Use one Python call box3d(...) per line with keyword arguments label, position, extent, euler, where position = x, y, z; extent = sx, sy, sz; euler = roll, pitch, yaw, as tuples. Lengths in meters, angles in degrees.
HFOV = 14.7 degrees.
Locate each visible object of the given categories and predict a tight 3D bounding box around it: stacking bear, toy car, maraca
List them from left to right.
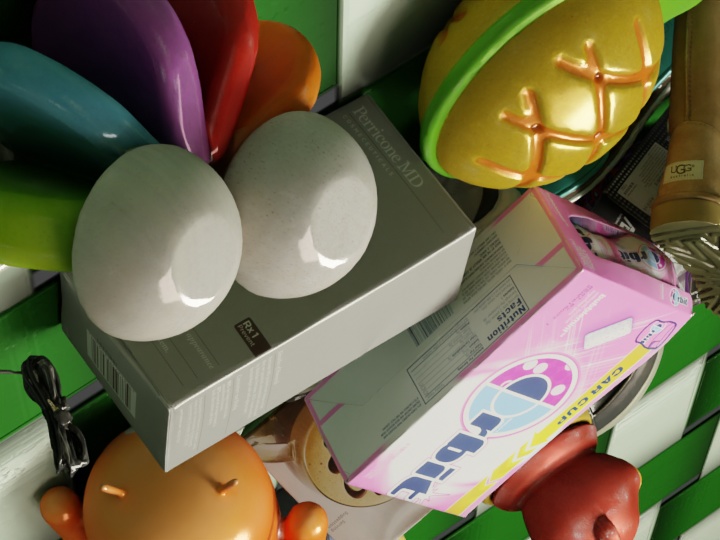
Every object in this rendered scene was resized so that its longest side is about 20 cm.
box3d(label="toy car", position=(-0.097, -0.064, 1.213), extent=(0.200, 0.175, 0.150), euler=(-17, 116, -44))
box3d(label="stacking bear", position=(0.107, 0.107, 1.811), extent=(0.114, 0.200, 0.122), euler=(-29, 158, -23))
box3d(label="maraca", position=(0.112, -0.120, 1.477), extent=(0.200, 0.107, 0.137), euler=(-41, 158, 6))

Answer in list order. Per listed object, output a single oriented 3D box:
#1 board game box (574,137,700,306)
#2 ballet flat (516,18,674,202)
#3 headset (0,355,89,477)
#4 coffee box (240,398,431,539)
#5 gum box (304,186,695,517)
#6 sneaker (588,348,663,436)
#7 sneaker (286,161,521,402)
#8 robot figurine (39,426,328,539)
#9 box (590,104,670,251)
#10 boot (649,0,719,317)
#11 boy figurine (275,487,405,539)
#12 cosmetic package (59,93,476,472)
box3d(label="board game box", position=(0.156, -0.016, 1.791), extent=(0.200, 0.032, 0.120), euler=(-19, 109, -43))
box3d(label="ballet flat", position=(0.138, -0.092, 1.652), extent=(0.200, 0.069, 0.069), euler=(-43, 159, 3))
box3d(label="headset", position=(-0.237, 0.098, 1.369), extent=(0.200, 0.094, 0.124), euler=(-25, 159, -3))
box3d(label="coffee box", position=(0.039, 0.069, 1.700), extent=(0.200, 0.113, 0.080), euler=(-41, -172, 17))
box3d(label="gum box", position=(0.081, 0.045, 1.571), extent=(0.200, 0.066, 0.113), euler=(-43, 144, 21))
box3d(label="sneaker", position=(0.129, 0.095, 1.999), extent=(0.200, 0.075, 0.106), euler=(-43, 161, 15))
box3d(label="sneaker", position=(0.000, 0.000, 1.603), extent=(0.200, 0.079, 0.074), euler=(-40, -164, 16))
box3d(label="robot figurine", position=(-0.102, 0.153, 1.669), extent=(0.117, 0.144, 0.200), euler=(-46, 165, -12))
box3d(label="box", position=(0.203, -0.077, 1.700), extent=(0.200, 0.044, 0.160), euler=(-51, 172, -21))
box3d(label="boot", position=(0.222, -0.087, 1.577), extent=(0.066, 0.201, 0.175), euler=(-3, 155, 26))
box3d(label="boy figurine", position=(-0.023, 0.203, 1.995), extent=(0.124, 0.064, 0.200), euler=(-45, 156, 9))
box3d(label="cosmetic package", position=(-0.049, 0.005, 1.474), extent=(0.200, 0.107, 0.090), euler=(-33, 160, -20))
